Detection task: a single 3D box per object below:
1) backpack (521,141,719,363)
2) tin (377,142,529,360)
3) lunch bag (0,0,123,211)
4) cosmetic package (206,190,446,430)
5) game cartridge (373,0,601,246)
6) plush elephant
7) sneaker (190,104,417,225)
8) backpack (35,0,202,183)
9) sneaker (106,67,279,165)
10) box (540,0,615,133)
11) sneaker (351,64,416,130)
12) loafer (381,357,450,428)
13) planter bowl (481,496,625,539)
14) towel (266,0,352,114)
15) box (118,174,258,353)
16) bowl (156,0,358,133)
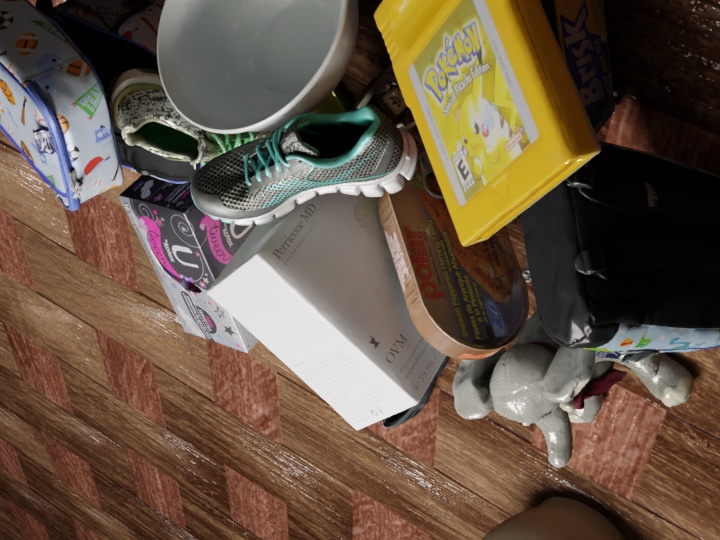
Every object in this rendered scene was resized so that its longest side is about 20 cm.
[{"bbox_3d":[0.222,-0.009,0.879,0.196,0.166,0.154,-2,157,-15],"label":"backpack"},{"bbox_3d":[0.080,-0.017,1.033,0.042,0.110,0.203,-43,57,52],"label":"tin"},{"bbox_3d":[-0.295,-0.153,1.062,0.200,0.075,0.161,47,153,25],"label":"lunch bag"},{"bbox_3d":[0.000,0.000,1.090,0.199,0.200,0.123,41,147,-10],"label":"cosmetic package"},{"bbox_3d":[0.081,-0.139,0.830,0.203,0.032,0.176,68,155,10],"label":"game cartridge"},{"bbox_3d":[0.181,0.099,1.067,0.163,0.155,0.201,-13,119,51],"label":"plush elephant"},{"bbox_3d":[-0.055,-0.097,0.965,0.196,0.079,0.091,-14,159,10],"label":"sneaker"},{"bbox_3d":[-0.209,-0.183,1.159,0.189,0.154,0.202,29,144,24],"label":"backpack"},{"bbox_3d":[-0.135,-0.114,1.050,0.196,0.089,0.078,11,126,-17],"label":"sneaker"},{"bbox_3d":[0.140,-0.189,0.868,0.064,0.070,0.202,17,139,35],"label":"box"},{"bbox_3d":[0.055,-0.157,0.986,0.071,0.076,0.200,46,147,-6],"label":"sneaker"},{"bbox_3d":[0.056,0.108,1.283,0.067,0.071,0.202,30,145,16],"label":"loafer"},{"bbox_3d":[0.225,0.348,1.317,0.198,0.135,0.202,27,143,22],"label":"planter bowl"},{"bbox_3d":[-0.068,-0.202,1.120,0.085,0.018,0.201,-6,124,54],"label":"towel"},{"bbox_3d":[-0.156,-0.031,1.292,0.113,0.132,0.202,13,137,38],"label":"box"},{"bbox_3d":[-0.074,-0.205,1.010,0.199,0.205,0.090,17,178,33],"label":"bowl"}]
